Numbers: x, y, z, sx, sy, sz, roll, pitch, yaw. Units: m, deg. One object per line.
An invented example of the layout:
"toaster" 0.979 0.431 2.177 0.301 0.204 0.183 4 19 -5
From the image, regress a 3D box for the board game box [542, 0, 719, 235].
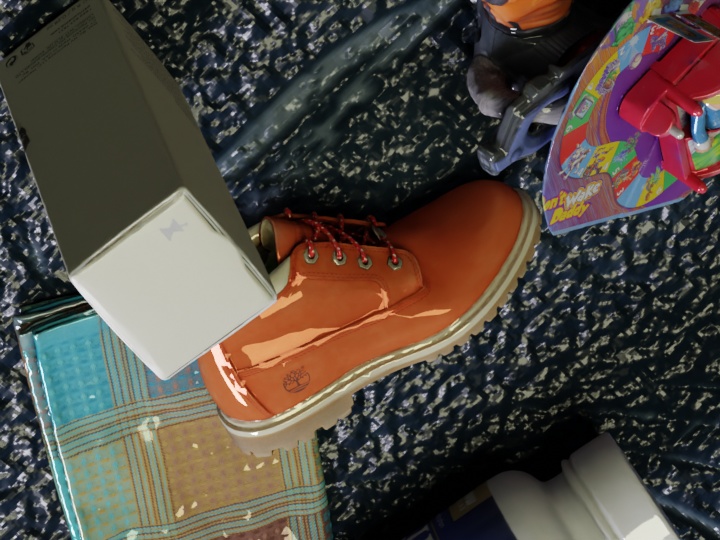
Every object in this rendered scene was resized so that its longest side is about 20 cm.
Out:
"board game box" 0.173 -0.082 1.404 0.200 0.039 0.159 -14 134 -49

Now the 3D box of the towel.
"towel" -0.095 0.088 1.488 0.146 0.022 0.201 -15 123 -9

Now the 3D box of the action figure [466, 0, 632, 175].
"action figure" 0.107 -0.149 1.392 0.200 0.104 0.194 -32 136 -29

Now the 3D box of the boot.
"boot" 0.000 0.000 1.422 0.200 0.075 0.107 -35 126 -10

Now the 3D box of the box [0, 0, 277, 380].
"box" -0.107 -0.043 1.296 0.068 0.200 0.082 -35 124 6

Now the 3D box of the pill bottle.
"pill bottle" 0.079 0.182 1.542 0.200 0.120 0.120 -35 124 3
